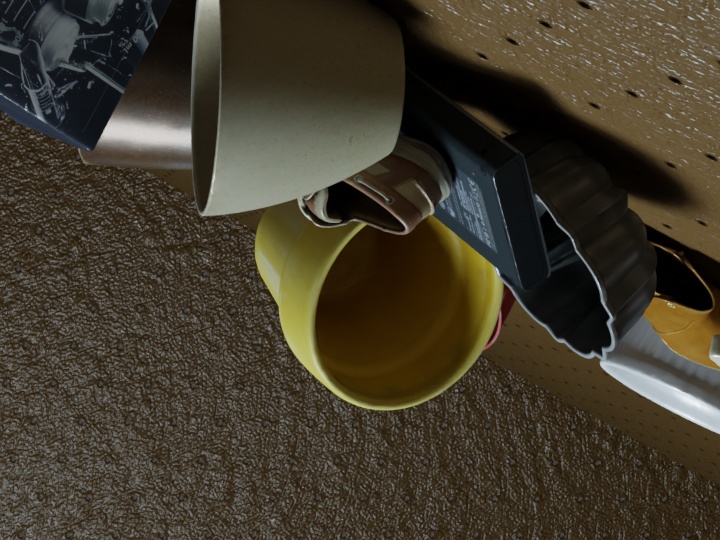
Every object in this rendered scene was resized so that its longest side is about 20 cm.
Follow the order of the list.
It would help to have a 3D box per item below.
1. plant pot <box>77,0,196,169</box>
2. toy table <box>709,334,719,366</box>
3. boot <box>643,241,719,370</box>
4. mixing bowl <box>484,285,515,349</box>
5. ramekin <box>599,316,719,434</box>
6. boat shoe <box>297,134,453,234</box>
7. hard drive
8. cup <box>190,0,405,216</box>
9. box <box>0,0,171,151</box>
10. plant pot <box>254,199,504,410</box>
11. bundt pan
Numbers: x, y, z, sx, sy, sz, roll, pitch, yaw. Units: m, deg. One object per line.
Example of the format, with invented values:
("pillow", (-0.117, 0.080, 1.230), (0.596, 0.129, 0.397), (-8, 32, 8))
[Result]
("plant pot", (-0.120, -0.161, 1.541), (0.199, 0.188, 0.187), (13, 173, 5))
("toy table", (0.373, 0.098, 1.480), (0.117, 0.185, 0.200), (4, 149, 35))
("boot", (0.310, 0.037, 1.677), (0.201, 0.071, 0.144), (34, 177, -6))
("mixing bowl", (0.092, -0.032, 1.762), (0.200, 0.108, 0.201), (34, 148, 25))
("ramekin", (0.362, 0.101, 1.897), (0.200, 0.098, 0.200), (27, 175, 2))
("boat shoe", (-0.023, -0.075, 1.424), (0.199, 0.072, 0.076), (12, 149, 38))
("hard drive", (0.069, -0.085, 1.440), (0.200, 0.033, 0.140), (42, 161, 41))
("cup", (-0.046, -0.139, 1.335), (0.142, 0.202, 0.200), (1, 179, -10))
("box", (-0.236, -0.221, 1.300), (0.104, 0.201, 0.182), (22, 173, 40))
("plant pot", (0.000, 0.000, 1.638), (0.200, 0.201, 0.189), (31, -178, -34))
("bundt pan", (0.167, -0.030, 1.462), (0.202, 0.076, 0.202), (51, 164, 20))
